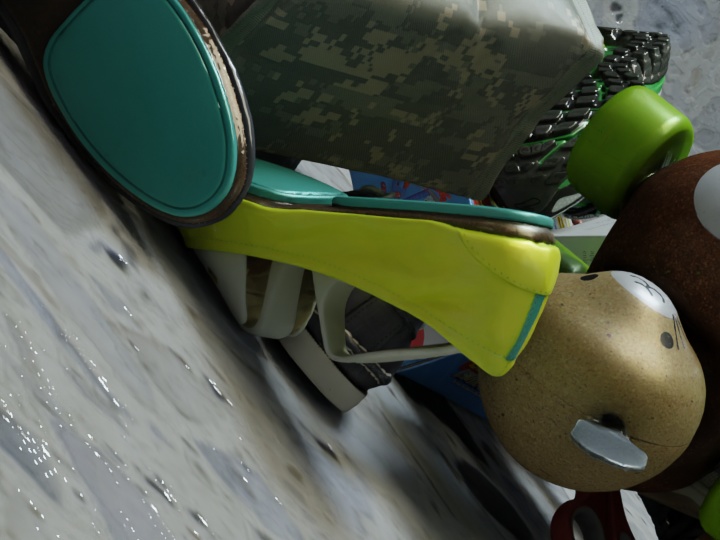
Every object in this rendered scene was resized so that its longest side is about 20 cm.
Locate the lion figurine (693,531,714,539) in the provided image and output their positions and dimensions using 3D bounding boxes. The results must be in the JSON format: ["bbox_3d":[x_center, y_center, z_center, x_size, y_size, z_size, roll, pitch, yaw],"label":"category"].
[{"bbox_3d":[0.171,0.153,1.167,0.122,0.073,0.200,19,6,8],"label":"lion figurine"}]

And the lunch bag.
[{"bbox_3d":[-0.017,-0.144,1.062,0.163,0.118,0.201,11,46,-35],"label":"lunch bag"}]

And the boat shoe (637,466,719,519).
[{"bbox_3d":[0.187,0.088,1.164,0.072,0.065,0.200,12,0,-26],"label":"boat shoe"}]

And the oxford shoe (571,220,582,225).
[{"bbox_3d":[0.098,0.017,1.455,0.074,0.071,0.201,49,-15,46],"label":"oxford shoe"}]

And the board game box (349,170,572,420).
[{"bbox_3d":[0.053,-0.033,1.271,0.196,0.056,0.201,31,44,-66],"label":"board game box"}]

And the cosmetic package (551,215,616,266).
[{"bbox_3d":[0.186,0.014,1.167,0.113,0.199,0.082,-16,102,-56],"label":"cosmetic package"}]

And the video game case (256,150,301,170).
[{"bbox_3d":[-0.048,-0.136,1.128,0.143,0.019,0.200,47,52,-16],"label":"video game case"}]

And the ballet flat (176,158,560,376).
[{"bbox_3d":[-0.014,-0.003,0.948,0.199,0.068,0.067,14,5,39],"label":"ballet flat"}]

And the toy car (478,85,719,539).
[{"bbox_3d":[0.106,0.027,1.023,0.164,0.158,0.200,40,22,22],"label":"toy car"}]

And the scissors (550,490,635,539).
[{"bbox_3d":[0.113,0.093,1.212,0.073,0.014,0.201,49,26,-26],"label":"scissors"}]

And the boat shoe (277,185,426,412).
[{"bbox_3d":[0.000,0.000,1.069,0.073,0.063,0.200,48,9,-12],"label":"boat shoe"}]

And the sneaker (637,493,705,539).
[{"bbox_3d":[0.178,0.145,1.274,0.201,0.060,0.104,60,23,-14],"label":"sneaker"}]

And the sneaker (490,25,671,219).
[{"bbox_3d":[0.112,-0.058,1.257,0.200,0.078,0.086,-40,132,-62],"label":"sneaker"}]

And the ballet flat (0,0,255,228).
[{"bbox_3d":[-0.102,-0.098,0.960,0.200,0.073,0.073,49,8,10],"label":"ballet flat"}]
